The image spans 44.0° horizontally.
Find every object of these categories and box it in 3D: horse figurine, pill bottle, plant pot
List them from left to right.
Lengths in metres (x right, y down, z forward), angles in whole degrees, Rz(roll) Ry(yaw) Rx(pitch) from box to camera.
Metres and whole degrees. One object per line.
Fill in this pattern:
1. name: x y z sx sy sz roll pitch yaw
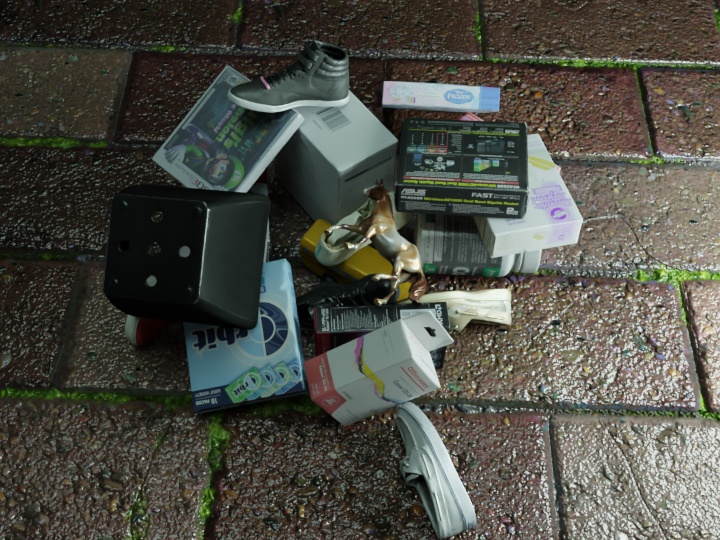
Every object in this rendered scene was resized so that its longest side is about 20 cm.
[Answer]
1. plant pot: -0.252 -0.026 1.241 0.198 0.177 0.201 6 88 9
2. horse figurine: 0.038 -0.030 1.332 0.132 0.050 0.200 -30 79 -41
3. pill bottle: 0.188 -0.048 1.454 0.199 0.113 0.114 3 56 1

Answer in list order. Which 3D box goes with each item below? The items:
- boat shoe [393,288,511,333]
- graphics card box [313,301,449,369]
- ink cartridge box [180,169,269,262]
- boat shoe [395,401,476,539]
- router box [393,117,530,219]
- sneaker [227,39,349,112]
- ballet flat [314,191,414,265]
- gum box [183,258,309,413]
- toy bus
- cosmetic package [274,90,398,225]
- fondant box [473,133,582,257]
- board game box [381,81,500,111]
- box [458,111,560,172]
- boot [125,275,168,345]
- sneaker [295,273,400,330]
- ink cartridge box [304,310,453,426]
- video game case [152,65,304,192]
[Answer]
1. boat shoe: 0.147 0.065 1.389 0.199 0.072 0.065 -2 85 -23
2. graphics card box: 0.030 0.103 1.341 0.199 0.126 0.051 -3 54 -4
3. ink cartridge box: -0.222 -0.083 1.444 0.145 0.083 0.201 4 40 -12
4. boat shoe: 0.090 0.279 1.257 0.065 0.074 0.200 -19 58 -19
5. router box: 0.155 -0.157 1.358 0.199 0.062 0.150 4 51 6
6. sneaker: -0.106 -0.302 1.363 0.199 0.100 0.071 -8 44 -22
7. ballet flat: 0.012 -0.078 1.398 0.200 0.070 0.069 -37 64 -19
8. gum box: -0.175 0.098 1.333 0.169 0.045 0.201 -11 76 5
9. toy bus: 0.000 0.000 1.437 0.199 0.078 0.065 31 61 18
10. cosmetic package: -0.046 -0.186 1.487 0.123 0.200 0.200 -29 61 -22
11. fondant box: 0.244 -0.121 1.406 0.143 0.058 0.201 -10 52 -9
12. board game box: 0.137 -0.308 1.591 0.198 0.200 0.044 2 99 0
13. box: 0.231 -0.169 1.544 0.200 0.103 0.095 36 61 22
14. boot: -0.266 0.052 1.403 0.144 0.073 0.200 23 55 12
15. sneaker: -0.042 0.057 1.373 0.199 0.060 0.104 -6 22 36
16. ink cartridge box: 0.035 0.142 1.278 0.199 0.117 0.068 -25 54 13
17. video game case: -0.213 -0.208 1.415 0.182 0.023 0.200 37 86 28
